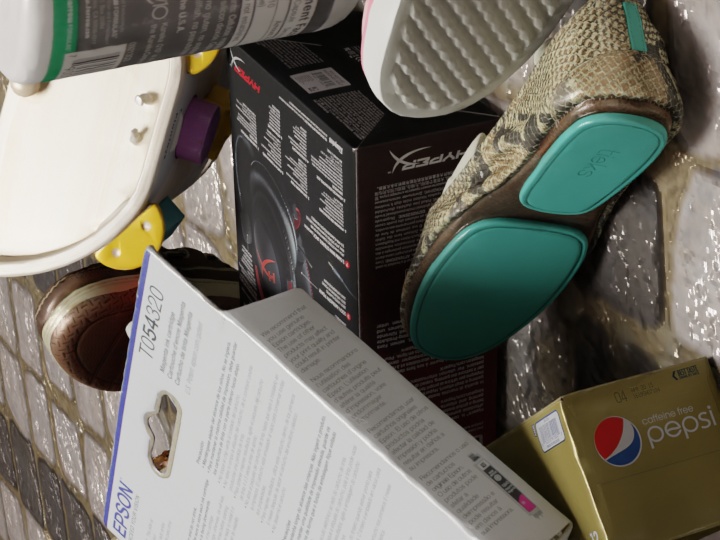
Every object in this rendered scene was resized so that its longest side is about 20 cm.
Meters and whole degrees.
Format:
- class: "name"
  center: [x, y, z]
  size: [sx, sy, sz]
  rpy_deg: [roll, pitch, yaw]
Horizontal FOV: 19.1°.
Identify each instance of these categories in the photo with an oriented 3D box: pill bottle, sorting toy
- class: "pill bottle"
  center: [-0.064, -0.151, 0.907]
  size: [0.113, 0.199, 0.114]
  rpy_deg: [-14, 90, 68]
- class: "sorting toy"
  center: [-0.104, -0.088, 1.095]
  size: [0.180, 0.106, 0.201]
  rpy_deg: [-24, -47, -72]

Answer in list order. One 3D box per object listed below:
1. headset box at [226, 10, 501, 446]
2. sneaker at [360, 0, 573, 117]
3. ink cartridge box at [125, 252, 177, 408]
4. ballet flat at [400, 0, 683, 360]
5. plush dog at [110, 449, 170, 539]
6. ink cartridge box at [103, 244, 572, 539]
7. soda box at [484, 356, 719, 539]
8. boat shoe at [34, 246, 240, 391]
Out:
- class: "headset box"
  center: [0.000, 0.000, 1.003]
  size: [0.149, 0.075, 0.201]
  rpy_deg: [-136, 39, -54]
- class: "sneaker"
  center: [0.042, -0.162, 0.787]
  size: [0.105, 0.075, 0.201]
  rpy_deg: [55, 132, 45]
- class: "ink cartridge box"
  center: [-0.046, 0.096, 1.038]
  size: [0.201, 0.043, 0.174]
  rpy_deg: [58, 171, -20]
- class: "ballet flat"
  center: [0.069, -0.040, 0.846]
  size: [0.200, 0.067, 0.076]
  rpy_deg: [123, 151, -54]
- class: "plush dog"
  center: [-0.111, 0.188, 1.254]
  size: [0.200, 0.160, 0.172]
  rpy_deg: [49, 119, 45]
- class: "ink cartridge box"
  center: [-0.019, 0.105, 0.879]
  size: [0.200, 0.043, 0.197]
  rpy_deg: [42, 143, 22]
- class: "soda box"
  center: [0.080, 0.098, 0.873]
  size: [0.200, 0.067, 0.064]
  rpy_deg: [135, 119, -65]
- class: "boat shoe"
  center: [-0.120, 0.017, 1.154]
  size: [0.075, 0.202, 0.075]
  rpy_deg: [46, 104, 21]
